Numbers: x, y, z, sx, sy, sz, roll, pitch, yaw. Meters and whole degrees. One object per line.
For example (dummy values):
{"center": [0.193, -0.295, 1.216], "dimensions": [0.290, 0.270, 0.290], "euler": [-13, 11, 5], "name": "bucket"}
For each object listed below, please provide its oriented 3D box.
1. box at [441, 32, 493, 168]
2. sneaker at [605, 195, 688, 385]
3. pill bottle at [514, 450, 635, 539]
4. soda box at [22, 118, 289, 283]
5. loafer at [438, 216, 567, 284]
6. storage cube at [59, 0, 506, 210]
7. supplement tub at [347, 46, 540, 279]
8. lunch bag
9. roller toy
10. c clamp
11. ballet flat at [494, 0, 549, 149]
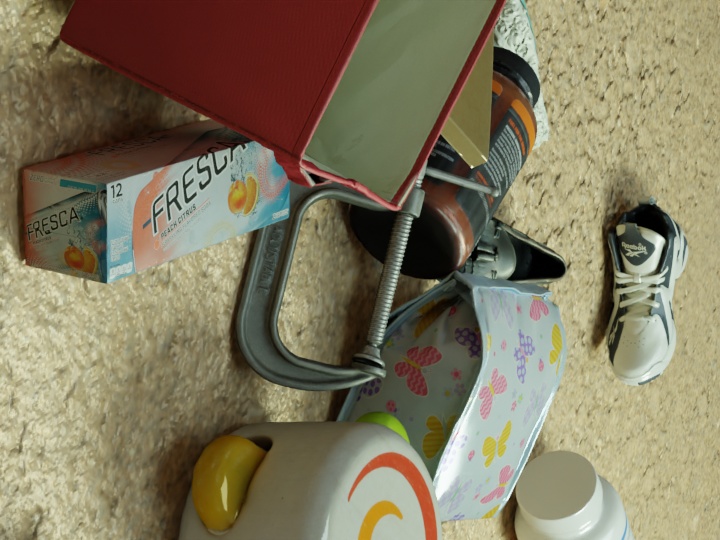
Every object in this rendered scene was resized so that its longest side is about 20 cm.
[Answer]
{"center": [0.040, -0.196, 1.355], "dimensions": [0.200, 0.021, 0.164], "euler": [44, 38, -40], "name": "box"}
{"center": [0.294, 0.010, 1.922], "dimensions": [0.130, 0.079, 0.200], "euler": [55, 51, -50], "name": "sneaker"}
{"center": [0.217, 0.270, 1.829], "dimensions": [0.112, 0.112, 0.200], "euler": [-61, 145, -31], "name": "pill bottle"}
{"center": [-0.125, -0.048, 1.155], "dimensions": [0.200, 0.068, 0.064], "euler": [-25, 121, -55], "name": "soda box"}
{"center": [0.123, -0.017, 1.620], "dimensions": [0.200, 0.063, 0.072], "euler": [7, 92, -61], "name": "loafer"}
{"center": [-0.037, -0.163, 1.090], "dimensions": [0.201, 0.179, 0.171], "euler": [-64, 158, 3], "name": "storage cube"}
{"center": [0.077, -0.094, 1.469], "dimensions": [0.200, 0.107, 0.107], "euler": [-56, 143, -36], "name": "supplement tub"}
{"center": [0.076, 0.097, 1.493], "dimensions": [0.169, 0.127, 0.201], "euler": [6, 111, -60], "name": "lunch bag"}
{"center": [-0.040, 0.201, 1.314], "dimensions": [0.200, 0.139, 0.183], "euler": [-7, 94, -58], "name": "roller toy"}
{"center": [0.000, 0.000, 1.339], "dimensions": [0.170, 0.027, 0.201], "euler": [22, 82, -17], "name": "c clamp"}
{"center": [0.120, -0.171, 1.571], "dimensions": [0.072, 0.072, 0.200], "euler": [-59, 144, -34], "name": "ballet flat"}
